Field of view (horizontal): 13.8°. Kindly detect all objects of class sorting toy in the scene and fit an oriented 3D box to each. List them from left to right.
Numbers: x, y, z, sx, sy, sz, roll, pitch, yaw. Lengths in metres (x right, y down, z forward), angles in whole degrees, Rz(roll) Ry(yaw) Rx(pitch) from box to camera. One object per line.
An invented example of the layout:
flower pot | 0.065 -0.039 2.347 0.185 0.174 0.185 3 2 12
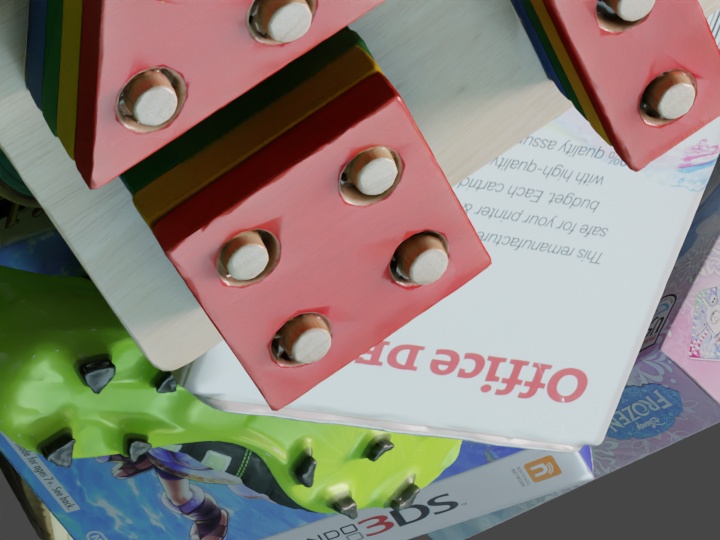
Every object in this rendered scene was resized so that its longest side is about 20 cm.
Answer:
sorting toy | 0.000 -0.077 0.729 0.200 0.070 0.199 -33 135 -3

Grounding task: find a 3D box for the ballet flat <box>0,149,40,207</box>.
ballet flat | -0.039 -0.090 0.927 0.200 0.070 0.069 -31 162 5

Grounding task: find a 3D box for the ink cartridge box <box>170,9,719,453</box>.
ink cartridge box | 0.028 -0.059 0.863 0.145 0.083 0.201 9 114 -28

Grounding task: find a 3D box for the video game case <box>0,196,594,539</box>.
video game case | -0.039 0.027 1.012 0.181 0.046 0.200 -20 134 15

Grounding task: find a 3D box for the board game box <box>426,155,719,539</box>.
board game box | 0.113 0.003 1.202 0.200 0.043 0.199 -32 -158 53

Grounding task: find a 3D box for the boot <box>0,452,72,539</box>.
boot | -0.076 0.032 1.165 0.154 0.072 0.200 -30 162 -13

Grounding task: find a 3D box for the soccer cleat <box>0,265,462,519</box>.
soccer cleat | -0.046 0.031 0.941 0.200 0.081 0.068 14 115 -44
